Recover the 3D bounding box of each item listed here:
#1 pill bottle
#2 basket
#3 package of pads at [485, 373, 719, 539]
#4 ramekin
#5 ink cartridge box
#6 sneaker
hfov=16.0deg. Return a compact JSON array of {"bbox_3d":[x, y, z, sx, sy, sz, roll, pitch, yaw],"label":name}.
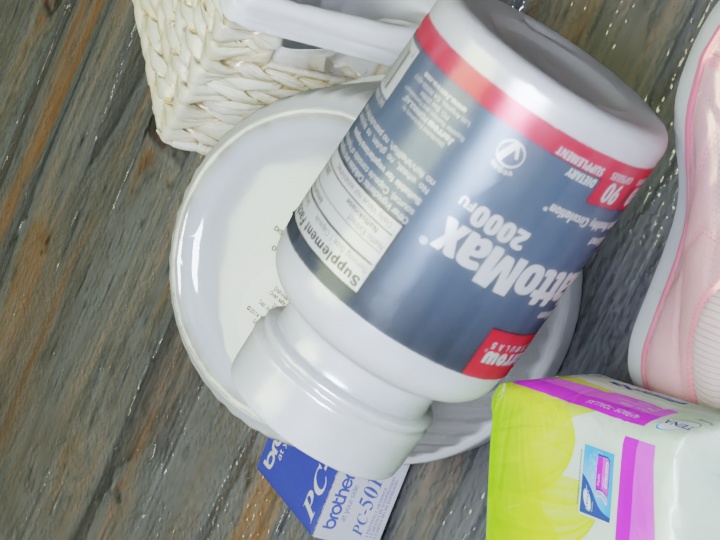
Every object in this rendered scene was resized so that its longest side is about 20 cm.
[{"bbox_3d":[0.033,-0.012,1.131,0.200,0.120,0.120,-56,33,17],"label":"pill bottle"},{"bbox_3d":[-0.044,-0.160,1.401,0.123,0.136,0.200,-55,34,39],"label":"basket"},{"bbox_3d":[0.112,0.150,1.091,0.154,0.068,0.200,15,105,62],"label":"package of pads"},{"bbox_3d":[0.000,0.000,1.274,0.200,0.105,0.200,1,91,28],"label":"ramekin"},{"bbox_3d":[0.010,0.041,1.396,0.094,0.044,0.200,42,114,61],"label":"ink cartridge box"},{"bbox_3d":[0.178,-0.020,1.092,0.105,0.075,0.200,-141,62,-64],"label":"sneaker"}]
